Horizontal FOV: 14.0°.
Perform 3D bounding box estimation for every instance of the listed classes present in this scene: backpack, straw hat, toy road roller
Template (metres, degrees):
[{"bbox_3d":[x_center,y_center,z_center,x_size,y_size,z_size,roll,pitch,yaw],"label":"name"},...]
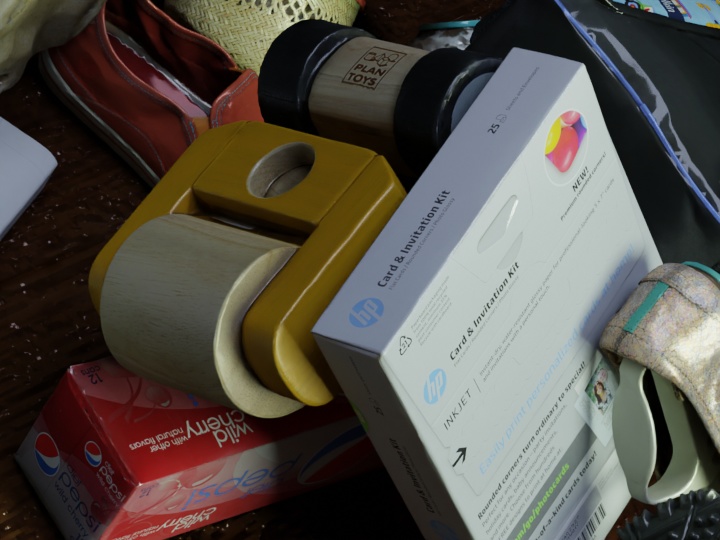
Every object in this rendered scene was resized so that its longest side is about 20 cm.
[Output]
[{"bbox_3d":[0.147,-0.058,1.428,0.183,0.134,0.200,55,28,14],"label":"backpack"},{"bbox_3d":[-0.048,-0.137,1.433,0.200,0.201,0.086,21,86,-16],"label":"straw hat"},{"bbox_3d":[0.000,0.000,1.234,0.200,0.123,0.146,-48,128,-23],"label":"toy road roller"}]

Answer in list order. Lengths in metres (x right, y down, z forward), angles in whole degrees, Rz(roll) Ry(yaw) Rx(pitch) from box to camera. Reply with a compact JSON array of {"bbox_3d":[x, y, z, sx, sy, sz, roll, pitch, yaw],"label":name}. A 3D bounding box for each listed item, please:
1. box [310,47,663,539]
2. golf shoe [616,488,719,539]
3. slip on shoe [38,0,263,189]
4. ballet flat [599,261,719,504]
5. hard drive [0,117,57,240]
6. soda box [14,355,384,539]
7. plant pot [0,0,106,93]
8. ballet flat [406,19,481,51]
[{"bbox_3d":[0.068,0.034,1.206,0.041,0.200,0.156,17,60,35],"label":"box"},{"bbox_3d":[0.120,0.181,1.226,0.088,0.201,0.077,17,21,-29],"label":"golf shoe"},{"bbox_3d":[-0.063,-0.063,1.388,0.200,0.061,0.074,40,43,0],"label":"slip on shoe"},{"bbox_3d":[0.142,0.089,1.245,0.067,0.068,0.201,-40,123,-28],"label":"ballet flat"},{"bbox_3d":[-0.218,-0.039,1.256,0.132,0.027,0.200,35,27,-3],"label":"hard drive"},{"bbox_3d":[-0.048,0.063,1.289,0.199,0.070,0.064,-16,64,-39],"label":"soda box"},{"bbox_3d":[-0.192,-0.185,1.308,0.183,0.201,0.200,44,45,5],"label":"plant pot"},{"bbox_3d":[0.107,-0.105,1.536,0.199,0.072,0.072,-11,61,-35],"label":"ballet flat"}]
